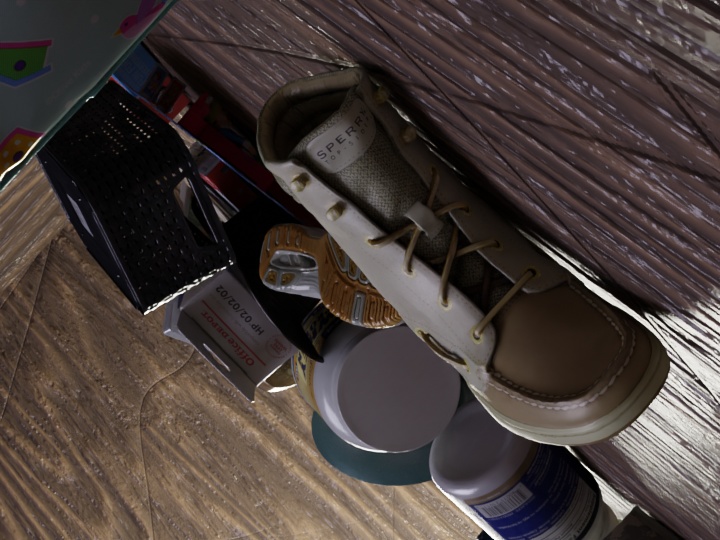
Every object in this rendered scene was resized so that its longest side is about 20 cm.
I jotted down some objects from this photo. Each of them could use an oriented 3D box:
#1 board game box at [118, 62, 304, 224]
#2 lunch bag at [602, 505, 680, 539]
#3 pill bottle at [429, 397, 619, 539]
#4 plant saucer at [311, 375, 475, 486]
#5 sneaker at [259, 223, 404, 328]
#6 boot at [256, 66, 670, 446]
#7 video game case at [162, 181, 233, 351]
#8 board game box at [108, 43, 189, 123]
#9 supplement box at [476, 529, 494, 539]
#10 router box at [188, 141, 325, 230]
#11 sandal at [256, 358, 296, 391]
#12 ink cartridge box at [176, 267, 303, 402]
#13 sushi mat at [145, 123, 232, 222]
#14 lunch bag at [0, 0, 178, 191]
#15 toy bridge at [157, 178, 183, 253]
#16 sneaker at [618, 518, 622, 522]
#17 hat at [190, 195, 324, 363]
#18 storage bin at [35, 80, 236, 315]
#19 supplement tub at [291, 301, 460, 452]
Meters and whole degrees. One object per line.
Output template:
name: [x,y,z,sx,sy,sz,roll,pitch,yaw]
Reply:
board game box: [-0.114,-0.114,1.099,0.158,0.039,0.200,38,180,34]
lunch bag: [0.269,0.334,1.133,0.118,0.164,0.200,52,172,-31]
pill bottle: [0.166,0.219,1.256,0.200,0.116,0.116,46,174,-32]
plant saucer: [0.043,0.154,1.422,0.200,0.200,0.036,39,146,41]
sneaker: [0.000,0.000,1.067,0.088,0.076,0.200,10,-172,-37]
boot: [0.035,-0.012,0.562,0.155,0.072,0.200,48,174,-29]
video game case: [-0.147,0.001,1.436,0.143,0.200,0.018,24,145,-34]
board game box: [-0.271,-0.239,1.257,0.200,0.040,0.153,40,175,33]
supplement box: [0.309,0.428,1.836,0.200,0.134,0.200,38,174,44]
router box: [-0.103,-0.065,1.363,0.179,0.049,0.200,44,175,-17]
sandal: [-0.025,0.075,1.421,0.070,0.212,0.078,-25,90,49]
ink cartridge box: [-0.118,0.038,1.315,0.115,0.068,0.200,47,-166,-16]
sushi mat: [-0.200,-0.119,1.333,0.200,0.012,0.096,49,173,-17]
lunch bag: [-0.150,-0.106,0.436,0.077,0.200,0.160,39,172,24]
toy bridge: [-0.213,-0.082,1.388,0.067,0.027,0.200,68,-171,-60]
sneaker: [0.287,0.336,1.364,0.076,0.105,0.200,44,175,-12]
hat: [-0.074,-0.010,1.205,0.201,0.081,0.201,52,178,3]
storage bin: [-0.203,-0.067,1.104,0.200,0.094,0.135,37,153,54]
supplement tub: [0.014,0.101,1.291,0.144,0.144,0.200,44,175,-13]
